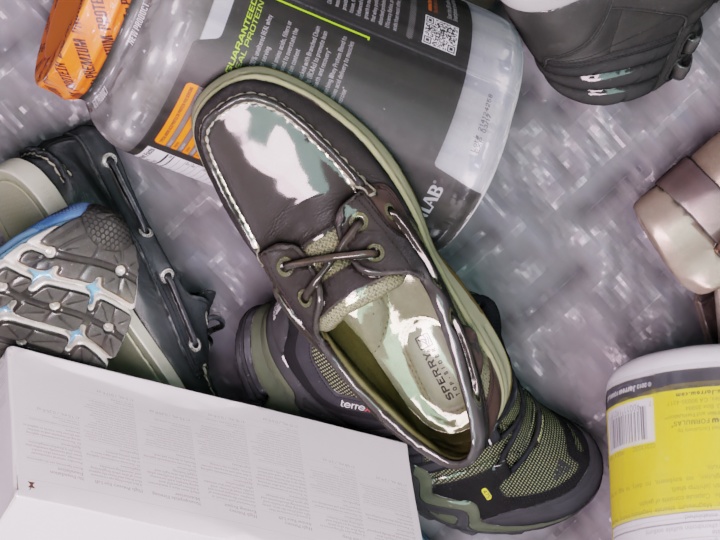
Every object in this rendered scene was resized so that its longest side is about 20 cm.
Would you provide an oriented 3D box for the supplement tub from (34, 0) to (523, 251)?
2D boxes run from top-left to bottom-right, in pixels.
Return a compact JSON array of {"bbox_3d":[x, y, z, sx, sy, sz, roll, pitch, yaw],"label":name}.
[{"bbox_3d":[-0.038,-0.092,1.253,0.199,0.123,0.123,22,98,-16],"label":"supplement tub"}]

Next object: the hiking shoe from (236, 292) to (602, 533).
[{"bbox_3d":[0.044,0.060,1.299,0.200,0.076,0.101,25,142,-25],"label":"hiking shoe"}]

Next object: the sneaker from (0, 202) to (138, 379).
[{"bbox_3d":[-0.175,0.028,1.246,0.078,0.090,0.200,28,125,-30],"label":"sneaker"}]

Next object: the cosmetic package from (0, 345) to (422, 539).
[{"bbox_3d":[-0.071,0.100,1.215,0.199,0.083,0.051,16,132,-26],"label":"cosmetic package"}]

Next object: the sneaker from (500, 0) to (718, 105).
[{"bbox_3d":[0.159,-0.144,1.289,0.199,0.071,0.099,-22,144,-2],"label":"sneaker"}]

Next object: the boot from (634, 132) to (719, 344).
[{"bbox_3d":[0.200,-0.056,1.336,0.146,0.070,0.200,-25,103,1],"label":"boot"}]

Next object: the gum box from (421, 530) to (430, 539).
[{"bbox_3d":[-0.007,0.215,1.375,0.170,0.045,0.200,-41,107,1],"label":"gum box"}]

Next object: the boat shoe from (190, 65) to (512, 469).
[{"bbox_3d":[0.000,0.001,1.192,0.072,0.066,0.201,-32,109,13],"label":"boat shoe"}]

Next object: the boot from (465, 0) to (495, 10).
[{"bbox_3d":[0.080,-0.190,1.290,0.199,0.070,0.147,17,108,-18],"label":"boot"}]

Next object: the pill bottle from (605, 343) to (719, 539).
[{"bbox_3d":[0.174,0.141,1.302,0.112,0.112,0.201,2,76,-12],"label":"pill bottle"}]

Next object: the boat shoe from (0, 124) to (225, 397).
[{"bbox_3d":[-0.099,0.020,1.298,0.066,0.074,0.200,-41,106,-30],"label":"boat shoe"}]
